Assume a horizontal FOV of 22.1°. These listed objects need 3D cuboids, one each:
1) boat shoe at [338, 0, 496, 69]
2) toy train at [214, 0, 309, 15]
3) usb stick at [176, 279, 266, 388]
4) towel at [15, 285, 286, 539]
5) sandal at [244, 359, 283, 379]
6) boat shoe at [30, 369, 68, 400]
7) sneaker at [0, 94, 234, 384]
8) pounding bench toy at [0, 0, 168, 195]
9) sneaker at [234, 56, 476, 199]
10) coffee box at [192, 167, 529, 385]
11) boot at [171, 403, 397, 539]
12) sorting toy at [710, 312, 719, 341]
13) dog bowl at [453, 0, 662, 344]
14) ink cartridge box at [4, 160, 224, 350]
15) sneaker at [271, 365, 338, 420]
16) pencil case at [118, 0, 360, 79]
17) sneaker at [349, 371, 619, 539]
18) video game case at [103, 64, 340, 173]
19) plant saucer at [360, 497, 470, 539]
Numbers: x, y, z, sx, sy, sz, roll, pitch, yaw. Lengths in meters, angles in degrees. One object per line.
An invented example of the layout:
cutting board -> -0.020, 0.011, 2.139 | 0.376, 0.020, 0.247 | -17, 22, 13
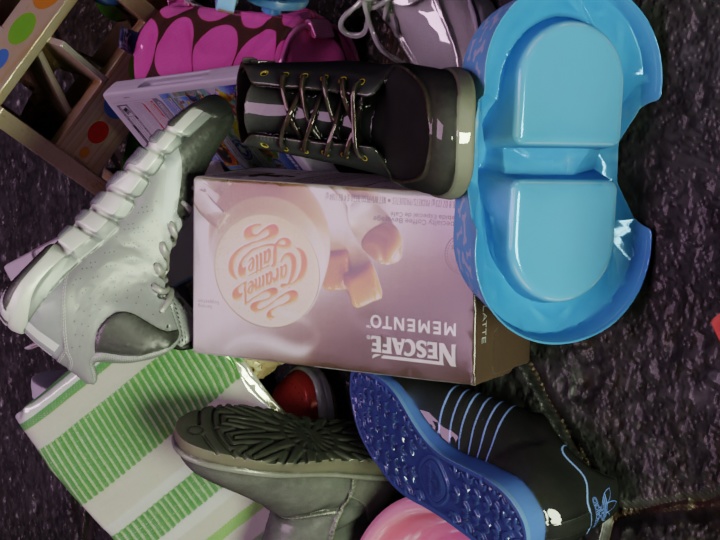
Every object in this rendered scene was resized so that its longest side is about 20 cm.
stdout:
boat shoe -> 0.021, -0.180, 1.143 | 0.075, 0.086, 0.202 | -40, 61, 47
toy train -> -0.088, -0.230, 1.224 | 0.200, 0.114, 0.087 | -101, 21, -63
usb stick -> -0.111, 0.027, 1.377 | 0.055, 0.033, 0.200 | -44, 58, 49
towel -> -0.115, 0.127, 1.241 | 0.152, 0.200, 0.023 | -39, 14, 6
sandal -> -0.086, 0.056, 1.276 | 0.211, 0.078, 0.070 | -11, 53, 41
boat shoe -> -0.211, 0.137, 1.496 | 0.200, 0.073, 0.065 | 29, 120, 59
sneaker -> -0.126, -0.009, 1.180 | 0.115, 0.200, 0.075 | 43, 174, -3
pounding bench toy -> -0.198, -0.151, 1.419 | 0.124, 0.200, 0.156 | 35, 88, 44
sneaker -> -0.006, -0.082, 1.044 | 0.200, 0.106, 0.075 | -154, 65, -72
coffee box -> 0.000, 0.000, 1.130 | 0.200, 0.080, 0.115 | 6, 100, 30
boot -> -0.061, 0.193, 1.213 | 0.073, 0.182, 0.200 | -117, 44, -57
sorting toy -> 0.267, 0.045, 0.846 | 0.199, 0.070, 0.200 | -47, 56, 43
dog bowl -> 0.105, -0.062, 1.028 | 0.050, 0.111, 0.200 | -160, 71, -65
ink cartridge box -> -0.175, -0.008, 1.320 | 0.200, 0.116, 0.067 | -19, 99, 57
sneaker -> -0.094, 0.150, 1.295 | 0.071, 0.112, 0.200 | 54, 132, 40
pencil case -> -0.081, -0.144, 1.285 | 0.200, 0.091, 0.094 | 15, 97, 49
sneaker -> 0.070, 0.107, 1.104 | 0.200, 0.078, 0.070 | 38, 134, 48
video game case -> -0.086, -0.077, 1.269 | 0.143, 0.018, 0.200 | 53, 155, -23
plant saucer -> 0.065, 0.236, 1.143 | 0.200, 0.051, 0.201 | 3, 94, 52
